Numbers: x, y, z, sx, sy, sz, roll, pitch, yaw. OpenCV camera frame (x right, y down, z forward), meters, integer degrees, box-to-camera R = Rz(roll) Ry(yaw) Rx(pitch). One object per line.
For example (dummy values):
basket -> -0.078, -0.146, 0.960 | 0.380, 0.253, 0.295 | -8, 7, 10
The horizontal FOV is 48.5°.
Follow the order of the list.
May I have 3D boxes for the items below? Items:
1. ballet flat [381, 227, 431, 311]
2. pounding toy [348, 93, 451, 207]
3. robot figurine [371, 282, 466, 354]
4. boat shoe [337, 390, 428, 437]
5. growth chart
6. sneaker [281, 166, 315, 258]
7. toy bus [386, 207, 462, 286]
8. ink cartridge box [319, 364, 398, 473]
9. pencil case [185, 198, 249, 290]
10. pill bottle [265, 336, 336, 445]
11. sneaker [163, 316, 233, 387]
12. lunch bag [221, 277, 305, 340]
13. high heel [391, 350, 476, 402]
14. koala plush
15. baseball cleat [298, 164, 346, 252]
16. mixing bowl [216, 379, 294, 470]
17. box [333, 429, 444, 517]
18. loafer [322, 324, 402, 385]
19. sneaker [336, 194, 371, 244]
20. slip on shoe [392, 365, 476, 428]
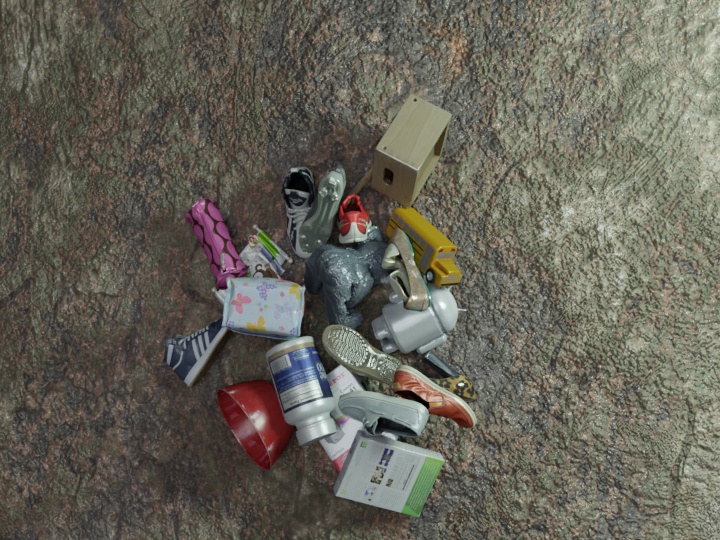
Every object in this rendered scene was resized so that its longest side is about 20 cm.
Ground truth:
ballet flat -> 0.083, -0.005, 1.629 | 0.066, 0.069, 0.202 | -7, 54, -22
pounding toy -> 0.079, -0.239, 1.700 | 0.141, 0.201, 0.186 | 28, 68, 9
robot figurine -> 0.123, 0.099, 1.697 | 0.197, 0.113, 0.171 | -26, 120, 5
boat shoe -> 0.037, 0.294, 1.605 | 0.197, 0.071, 0.072 | 4, 45, 26
growth chart -> -0.241, 0.018, 1.805 | 0.144, 0.018, 0.201 | 37, 92, 8
sneaker -> -0.134, -0.132, 1.743 | 0.078, 0.130, 0.203 | 3, 86, 9
toy bus -> 0.137, -0.049, 1.683 | 0.200, 0.064, 0.079 | 46, 125, 39
ink cartridge box -> -0.029, 0.318, 1.718 | 0.147, 0.086, 0.201 | -36, 83, 4
pencil case -> -0.321, -0.063, 1.772 | 0.090, 0.094, 0.202 | -33, 73, 9
pill bottle -> -0.116, 0.247, 1.638 | 0.109, 0.111, 0.203 | -21, 76, 6
sneaker -> -0.361, 0.150, 1.784 | 0.108, 0.070, 0.201 | 37, 96, 8
lunch bag -> -0.200, 0.078, 1.691 | 0.166, 0.200, 0.130 | 7, 91, -6
high heel -> 0.146, 0.280, 1.679 | 0.142, 0.072, 0.200 | 38, 67, 13
koala plush -> 0.000, 0.000, 1.705 | 0.197, 0.185, 0.178 | -24, 59, -21
baseball cleat -> -0.071, -0.131, 1.694 | 0.069, 0.107, 0.202 | 28, 125, -1
mixing bowl -> -0.209, 0.311, 1.709 | 0.108, 0.200, 0.201 | -32, 80, -27
box -> 0.059, 0.425, 1.666 | 0.197, 0.036, 0.146 | 20, 104, -16
loafer -> -0.004, 0.184, 1.674 | 0.199, 0.068, 0.077 | 34, 64, -17
sneaker -> -0.013, -0.122, 1.694 | 0.075, 0.200, 0.087 | -4, 111, -3
slip on shoe -> 0.147, 0.268, 1.620 | 0.198, 0.074, 0.062 | 34, 59, -10
